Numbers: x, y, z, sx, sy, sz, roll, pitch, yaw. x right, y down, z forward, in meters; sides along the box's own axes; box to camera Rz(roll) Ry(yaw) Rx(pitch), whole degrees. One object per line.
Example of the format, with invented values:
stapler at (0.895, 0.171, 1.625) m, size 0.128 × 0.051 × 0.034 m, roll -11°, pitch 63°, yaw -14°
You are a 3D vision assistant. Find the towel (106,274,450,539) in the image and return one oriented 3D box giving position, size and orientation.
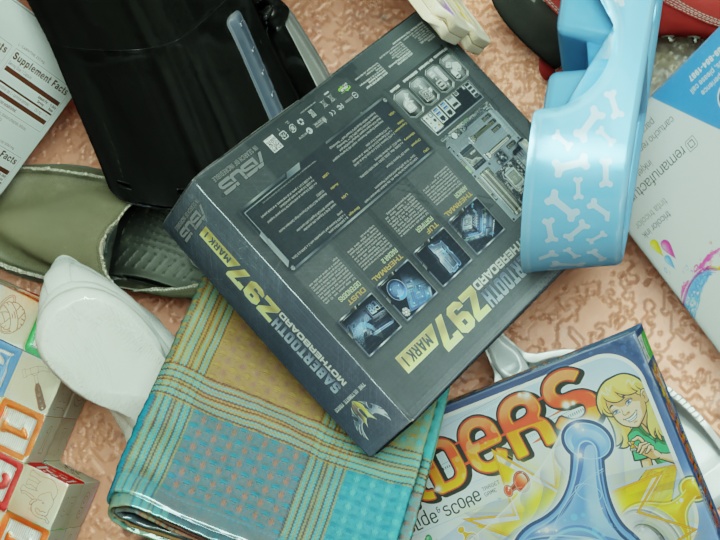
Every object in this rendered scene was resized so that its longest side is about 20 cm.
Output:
towel at (-0.030, 0.065, 0.856) m, size 0.145 × 0.022 × 0.201 m, roll 19°, pitch 49°, yaw 0°

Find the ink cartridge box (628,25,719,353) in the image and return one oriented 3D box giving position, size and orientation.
ink cartridge box at (0.234, -0.026, 0.885) m, size 0.201 × 0.084 × 0.145 m, roll 53°, pitch 137°, yaw 10°

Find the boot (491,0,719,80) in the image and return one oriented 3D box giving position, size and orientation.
boot at (0.179, -0.143, 0.957) m, size 0.199 × 0.073 × 0.145 m, roll 26°, pitch 131°, yaw -16°

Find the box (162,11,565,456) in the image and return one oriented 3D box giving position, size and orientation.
box at (0.020, -0.026, 0.876) m, size 0.158 × 0.051 × 0.200 m, roll 46°, pitch 52°, yaw 3°

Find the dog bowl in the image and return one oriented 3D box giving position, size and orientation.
dog bowl at (0.118, -0.094, 0.840) m, size 0.049 × 0.112 × 0.202 m, roll 9°, pitch 79°, yaw 11°

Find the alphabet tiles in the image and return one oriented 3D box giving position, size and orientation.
alphabet tiles at (0.001, -0.202, 0.921) m, size 0.015 × 0.195 × 0.201 m, roll -38°, pitch 79°, yaw 15°

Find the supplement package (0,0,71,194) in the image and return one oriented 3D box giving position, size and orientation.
supplement package at (-0.299, -0.110, 0.962) m, size 0.191 × 0.147 × 0.201 m, roll 37°, pitch 90°, yaw 26°

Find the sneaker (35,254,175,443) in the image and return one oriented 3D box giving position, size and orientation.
sneaker at (-0.109, 0.070, 0.952) m, size 0.075 × 0.089 × 0.201 m, roll -32°, pitch 118°, yaw 1°

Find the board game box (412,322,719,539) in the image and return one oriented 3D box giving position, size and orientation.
board game box at (0.082, 0.128, 0.910) m, size 0.198 × 0.034 × 0.137 m, roll -23°, pitch 89°, yaw 16°

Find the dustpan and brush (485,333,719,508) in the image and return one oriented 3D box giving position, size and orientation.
dustpan and brush at (0.100, 0.077, 0.940) m, size 0.139 × 0.057 × 0.201 m, roll -37°, pitch 79°, yaw 3°

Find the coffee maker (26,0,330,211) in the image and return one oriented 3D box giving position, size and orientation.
coffee maker at (-0.121, -0.133, 0.907) m, size 0.191 × 0.134 × 0.201 m, roll -32°, pitch 124°, yaw -17°

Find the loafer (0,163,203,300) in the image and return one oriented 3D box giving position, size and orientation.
loafer at (-0.144, -0.024, 0.986) m, size 0.198 × 0.070 × 0.076 m, roll 8°, pitch 85°, yaw 10°

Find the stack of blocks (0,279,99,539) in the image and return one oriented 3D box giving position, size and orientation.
stack of blocks at (-0.214, 0.113, 0.986) m, size 0.114 × 0.059 × 0.202 m, roll 22°, pitch 87°, yaw 11°
